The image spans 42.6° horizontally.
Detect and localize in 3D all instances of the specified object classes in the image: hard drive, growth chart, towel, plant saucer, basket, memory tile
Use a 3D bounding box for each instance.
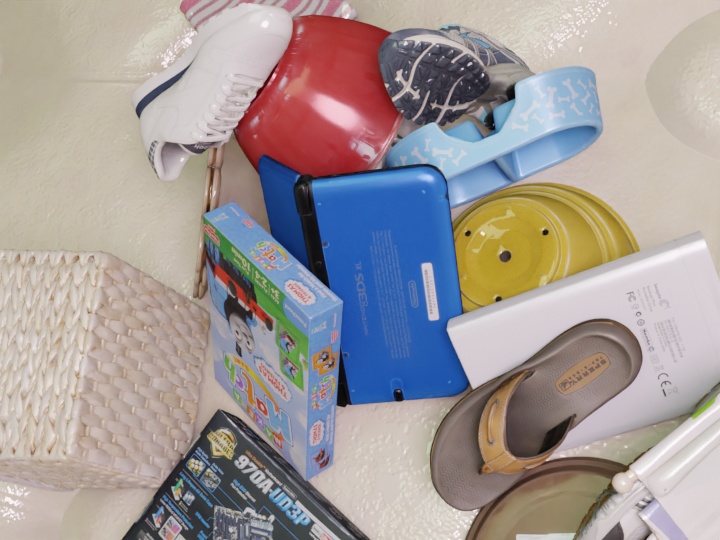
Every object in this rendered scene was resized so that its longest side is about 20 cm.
[{"bbox_3d":[0.183,0.065,0.708,0.199,0.027,0.133,-21,107,16],"label":"hard drive"},{"bbox_3d":[0.255,0.179,0.612,0.144,0.018,0.201,-34,101,3],"label":"growth chart"},{"bbox_3d":[-0.110,-0.293,1.041,0.146,0.030,0.200,-43,58,5],"label":"towel"},{"bbox_3d":[0.164,0.239,0.693,0.199,0.029,0.202,-10,66,23],"label":"plant saucer"},{"bbox_3d":[-0.262,0.096,0.856,0.160,0.200,0.200,-3,68,22],"label":"basket"},{"bbox_3d":[-0.146,-0.081,0.910,0.017,0.153,0.202,7,72,-10],"label":"memory tile"}]

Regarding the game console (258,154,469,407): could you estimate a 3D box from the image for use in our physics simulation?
[{"bbox_3d":[0.000,0.000,0.786,0.169,0.202,0.119,-6,23,9],"label":"game console"}]

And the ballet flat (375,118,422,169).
[{"bbox_3d":[0.024,-0.112,0.892,0.071,0.072,0.201,20,81,31],"label":"ballet flat"}]

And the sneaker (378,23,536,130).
[{"bbox_3d":[0.078,-0.178,0.811,0.078,0.199,0.087,-47,58,30],"label":"sneaker"}]

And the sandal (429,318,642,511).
[{"bbox_3d":[0.128,0.116,0.693,0.200,0.055,0.082,-39,101,21],"label":"sandal"}]

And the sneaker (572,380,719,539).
[{"bbox_3d":[0.240,0.151,0.641,0.200,0.076,0.088,-41,79,2],"label":"sneaker"}]

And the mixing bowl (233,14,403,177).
[{"bbox_3d":[-0.052,-0.160,0.862,0.200,0.108,0.201,-41,33,35],"label":"mixing bowl"}]

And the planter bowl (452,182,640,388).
[{"bbox_3d":[0.131,0.001,0.773,0.199,0.083,0.202,-9,66,22],"label":"planter bowl"}]

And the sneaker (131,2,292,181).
[{"bbox_3d":[-0.123,-0.153,0.801,0.200,0.076,0.081,-33,61,40],"label":"sneaker"}]

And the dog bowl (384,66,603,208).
[{"bbox_3d":[0.120,-0.109,0.812,0.199,0.111,0.050,-24,74,15],"label":"dog bowl"}]

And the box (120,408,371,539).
[{"bbox_3d":[-0.102,0.244,0.807,0.199,0.046,0.159,34,87,32],"label":"box"}]

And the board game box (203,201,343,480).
[{"bbox_3d":[-0.077,0.063,0.790,0.036,0.201,0.151,-27,50,-30],"label":"board game box"}]
